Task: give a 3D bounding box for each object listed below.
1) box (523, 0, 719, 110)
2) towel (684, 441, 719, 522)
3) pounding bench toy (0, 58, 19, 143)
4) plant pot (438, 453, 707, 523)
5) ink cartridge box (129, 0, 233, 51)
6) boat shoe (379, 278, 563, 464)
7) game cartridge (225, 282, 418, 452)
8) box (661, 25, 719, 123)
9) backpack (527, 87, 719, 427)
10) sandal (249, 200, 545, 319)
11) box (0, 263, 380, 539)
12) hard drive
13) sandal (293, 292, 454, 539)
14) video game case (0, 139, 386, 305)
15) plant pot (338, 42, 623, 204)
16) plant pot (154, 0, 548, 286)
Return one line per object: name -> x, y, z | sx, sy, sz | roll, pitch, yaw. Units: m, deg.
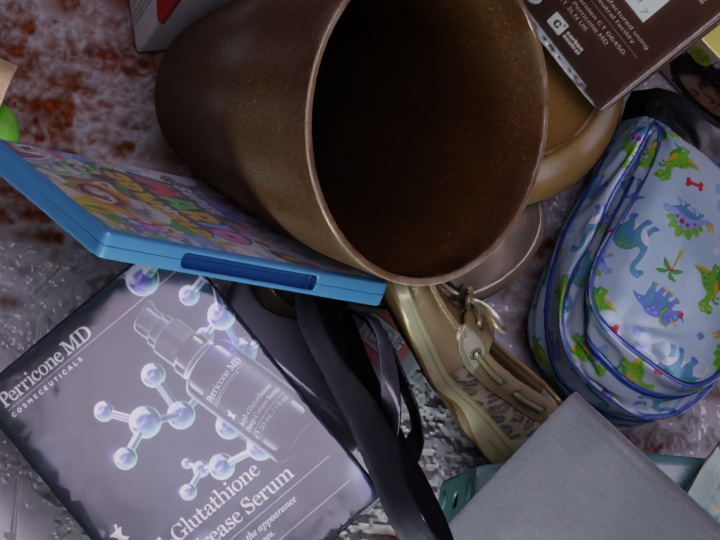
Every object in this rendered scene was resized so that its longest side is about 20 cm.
box -> 0.197, -0.238, 1.357 | 0.200, 0.164, 0.166 | -37, 88, -35
towel -> 0.244, 0.221, 1.296 | 0.200, 0.022, 0.147 | 41, 76, -1
pounding bench toy -> -0.275, -0.108, 1.300 | 0.155, 0.124, 0.201 | 23, 74, -11
plant pot -> 0.150, 0.185, 1.364 | 0.198, 0.141, 0.142 | 10, 77, -12
ink cartridge box -> -0.101, -0.254, 1.370 | 0.083, 0.144, 0.202 | -7, 82, -19
boat shoe -> 0.066, 0.046, 1.350 | 0.062, 0.200, 0.074 | -31, 49, 4
game cartridge -> 0.000, 0.000, 1.409 | 0.133, 0.041, 0.200 | 38, 71, -2
box -> 0.224, -0.167, 1.488 | 0.200, 0.075, 0.050 | 46, 69, -3
backpack -> 0.195, 0.005, 1.421 | 0.163, 0.154, 0.200 | 41, 84, -12
sandal -> 0.029, -0.014, 1.372 | 0.198, 0.054, 0.081 | -11, 82, -18
box -> -0.106, 0.102, 1.303 | 0.148, 0.107, 0.200 | -40, 91, -5
hard drive -> 0.147, 0.186, 1.253 | 0.140, 0.033, 0.200 | -46, 66, -4
sandal -> 0.017, 0.081, 1.293 | 0.043, 0.076, 0.201 | -31, 62, 10
video game case -> -0.099, -0.028, 1.258 | 0.199, 0.143, 0.018 | 11, 106, -40
plant pot -> 0.083, -0.140, 1.387 | 0.198, 0.027, 0.202 | 5, 76, -19
plant pot -> -0.026, -0.096, 1.279 | 0.186, 0.199, 0.189 | -8, 102, -42
